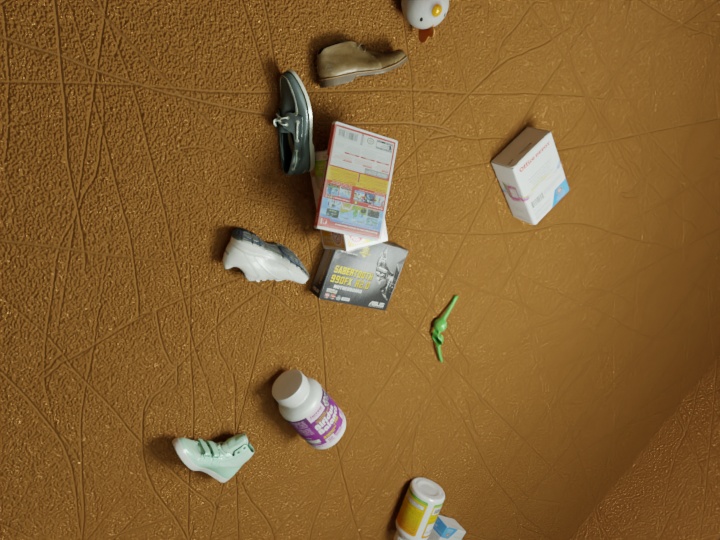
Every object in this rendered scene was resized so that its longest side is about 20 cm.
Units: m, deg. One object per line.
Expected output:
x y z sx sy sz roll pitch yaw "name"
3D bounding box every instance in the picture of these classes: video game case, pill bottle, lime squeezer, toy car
-0.007 -0.168 1.114 0.142 0.017 0.202 10 90 -29 "video game case"
0.171 0.742 1.753 0.110 0.111 0.202 10 105 -37 "pill bottle"
0.219 0.165 1.578 0.071 0.037 0.202 -26 129 -60 "lime squeezer"
0.133 -0.535 1.116 0.183 0.177 0.201 -20 134 -13 "toy car"
-0.122 0.323 1.362 0.112 0.112 0.201 -41 128 -11 "pill bottle"

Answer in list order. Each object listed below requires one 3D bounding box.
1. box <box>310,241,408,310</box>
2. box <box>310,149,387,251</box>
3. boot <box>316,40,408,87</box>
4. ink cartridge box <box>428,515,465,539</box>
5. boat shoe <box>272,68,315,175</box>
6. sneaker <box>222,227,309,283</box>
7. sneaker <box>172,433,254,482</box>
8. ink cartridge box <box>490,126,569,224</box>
0.000 0.000 1.337 0.199 0.048 0.160 13 103 -37 "box"
-0.026 -0.148 1.180 0.101 0.112 0.202 -16 104 -28 "box"
0.006 -0.418 1.140 0.199 0.073 0.076 -21 112 -22 "boot"
0.244 0.913 1.909 0.116 0.067 0.201 33 90 -40 "ink cartridge box"
-0.132 -0.276 1.107 0.061 0.073 0.201 -25 128 -27 "boat shoe"
-0.195 -0.014 1.196 0.199 0.075 0.087 26 107 -32 "sneaker"
-0.318 0.385 1.281 0.118 0.074 0.201 -42 138 -3 "sneaker"
0.440 -0.244 1.499 0.144 0.085 0.200 -43 129 -10 "ink cartridge box"
